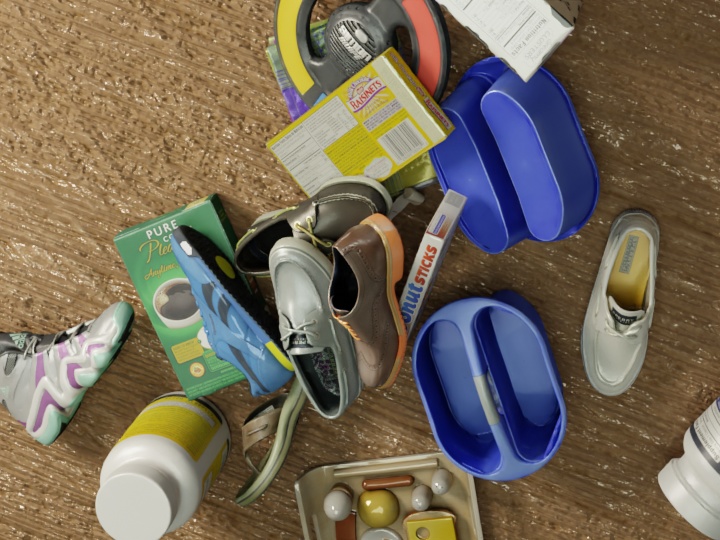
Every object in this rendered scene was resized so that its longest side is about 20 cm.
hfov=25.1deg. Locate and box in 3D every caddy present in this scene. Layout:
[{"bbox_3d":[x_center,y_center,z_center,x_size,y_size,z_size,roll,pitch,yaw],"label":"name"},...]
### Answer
[{"bbox_3d":[0.136,0.117,1.684,0.140,0.105,0.201,-17,103,15],"label":"caddy"},{"bbox_3d":[0.156,-0.114,1.624,0.141,0.105,0.201,-13,105,38],"label":"caddy"}]

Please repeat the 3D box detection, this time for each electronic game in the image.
[{"bbox_3d":[0.000,-0.225,1.593,0.199,0.042,0.201,16,122,27],"label":"electronic game"}]

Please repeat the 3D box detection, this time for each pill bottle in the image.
[{"bbox_3d":[-0.214,0.214,1.733,0.110,0.200,0.112,3,107,9],"label":"pill bottle"},{"bbox_3d":[0.405,0.175,1.659,0.116,0.116,0.200,39,110,-3],"label":"pill bottle"}]

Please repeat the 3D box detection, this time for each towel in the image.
[{"bbox_3d":[-0.005,-0.163,1.677,0.143,0.023,0.201,-15,104,15],"label":"towel"}]

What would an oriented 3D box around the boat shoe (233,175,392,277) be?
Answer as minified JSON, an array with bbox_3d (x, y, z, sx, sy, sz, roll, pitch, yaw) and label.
[{"bbox_3d":[-0.051,-0.039,1.660,0.201,0.061,0.072,-21,110,43],"label":"boat shoe"}]

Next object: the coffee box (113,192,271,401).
[{"bbox_3d":[-0.171,0.029,1.752,0.122,0.044,0.201,-22,102,14],"label":"coffee box"}]

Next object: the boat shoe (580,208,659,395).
[{"bbox_3d":[0.270,0.040,1.665,0.070,0.070,0.201,13,108,6],"label":"boat shoe"}]

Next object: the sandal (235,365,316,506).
[{"bbox_3d":[-0.096,0.161,1.764,0.057,0.080,0.202,22,100,-2],"label":"sandal"}]

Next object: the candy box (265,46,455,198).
[{"bbox_3d":[-0.003,-0.133,1.615,0.200,0.026,0.102,-31,99,45],"label":"candy box"}]

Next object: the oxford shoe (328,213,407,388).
[{"bbox_3d":[-0.001,0.040,1.620,0.071,0.073,0.201,32,136,43],"label":"oxford shoe"}]

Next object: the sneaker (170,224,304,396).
[{"bbox_3d":[-0.146,0.047,1.697,0.078,0.066,0.200,-35,99,18],"label":"sneaker"}]

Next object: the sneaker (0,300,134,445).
[{"bbox_3d":[-0.347,0.084,1.782,0.140,0.078,0.200,37,109,-3],"label":"sneaker"}]

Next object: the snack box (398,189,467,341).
[{"bbox_3d":[0.062,0.010,1.646,0.024,0.072,0.201,24,137,5],"label":"snack box"}]

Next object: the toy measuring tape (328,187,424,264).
[{"bbox_3d":[0.000,0.000,1.696,0.200,0.074,0.074,-42,96,21],"label":"toy measuring tape"}]

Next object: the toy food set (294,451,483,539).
[{"bbox_3d":[0.036,0.284,1.784,0.198,0.060,0.145,-7,105,12],"label":"toy food set"}]

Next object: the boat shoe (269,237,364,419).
[{"bbox_3d":[-0.047,0.063,1.653,0.070,0.072,0.202,-7,121,24],"label":"boat shoe"}]

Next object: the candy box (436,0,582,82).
[{"bbox_3d":[0.114,-0.283,1.542,0.200,0.168,0.072,41,109,-4],"label":"candy box"}]
